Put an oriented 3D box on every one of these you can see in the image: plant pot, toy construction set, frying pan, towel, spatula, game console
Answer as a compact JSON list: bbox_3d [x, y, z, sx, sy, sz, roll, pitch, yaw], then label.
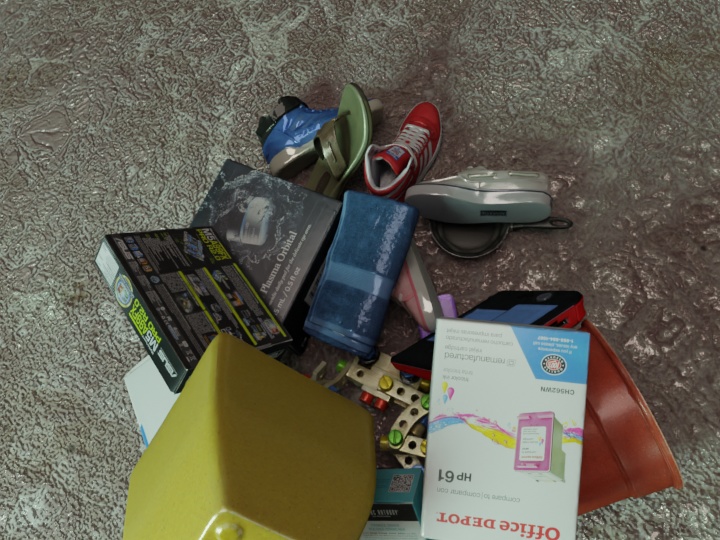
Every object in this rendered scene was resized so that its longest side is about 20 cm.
[{"bbox_3d":[-0.100,0.218,0.601,0.192,0.200,0.197,31,103,-16],"label":"plant pot"},{"bbox_3d":[0.021,0.169,0.846,0.197,0.092,0.133,27,71,7],"label":"toy construction set"},{"bbox_3d":[0.188,-0.081,0.932,0.186,0.031,0.117,-16,68,2],"label":"frying pan"},{"bbox_3d":[0.000,0.000,0.848,0.110,0.048,0.203,18,87,38],"label":"towel"},{"bbox_3d":[0.115,0.133,0.874,0.055,0.021,0.204,-11,69,6],"label":"spatula"},{"bbox_3d":[0.219,0.192,0.749,0.193,0.201,0.203,-29,67,9],"label":"plant pot"},{"bbox_3d":[0.150,0.074,0.789,0.198,0.176,0.032,-27,104,-23],"label":"game console"}]

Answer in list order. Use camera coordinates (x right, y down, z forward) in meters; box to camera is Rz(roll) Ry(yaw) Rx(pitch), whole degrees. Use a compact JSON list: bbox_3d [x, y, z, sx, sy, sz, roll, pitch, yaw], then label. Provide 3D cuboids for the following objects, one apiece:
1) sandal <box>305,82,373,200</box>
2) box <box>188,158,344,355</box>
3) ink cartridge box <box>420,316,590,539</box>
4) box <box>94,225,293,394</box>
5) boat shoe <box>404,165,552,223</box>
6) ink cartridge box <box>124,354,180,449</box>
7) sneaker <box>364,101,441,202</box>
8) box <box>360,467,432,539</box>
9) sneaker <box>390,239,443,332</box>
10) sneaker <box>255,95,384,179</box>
[{"bbox_3d":[-0.040,-0.165,0.939,0.080,0.057,0.203,51,128,36],"label":"sandal"},{"bbox_3d":[-0.136,-0.020,0.933,0.197,0.118,0.199,21,76,19],"label":"box"},{"bbox_3d":[0.135,0.152,0.633,0.141,0.085,0.204,4,88,6],"label":"ink cartridge box"},{"bbox_3d":[-0.195,0.036,0.781,0.201,0.159,0.044,51,123,21],"label":"box"},{"bbox_3d":[0.159,-0.109,0.899,0.196,0.072,0.067,1,64,11],"label":"boat shoe"},{"bbox_3d":[-0.173,0.179,0.816,0.085,0.199,0.148,-34,66,14],"label":"ink cartridge box"},{"bbox_3d":[0.064,-0.176,0.949,0.070,0.113,0.203,18,75,17],"label":"sneaker"},{"bbox_3d":[0.054,0.311,0.729,0.081,0.203,0.049,-9,25,24],"label":"box"},{"bbox_3d":[0.040,0.017,0.892,0.103,0.076,0.202,-27,50,9],"label":"sneaker"},{"bbox_3d":[-0.069,-0.236,1.018,0.198,0.077,0.113,-30,76,7],"label":"sneaker"}]
